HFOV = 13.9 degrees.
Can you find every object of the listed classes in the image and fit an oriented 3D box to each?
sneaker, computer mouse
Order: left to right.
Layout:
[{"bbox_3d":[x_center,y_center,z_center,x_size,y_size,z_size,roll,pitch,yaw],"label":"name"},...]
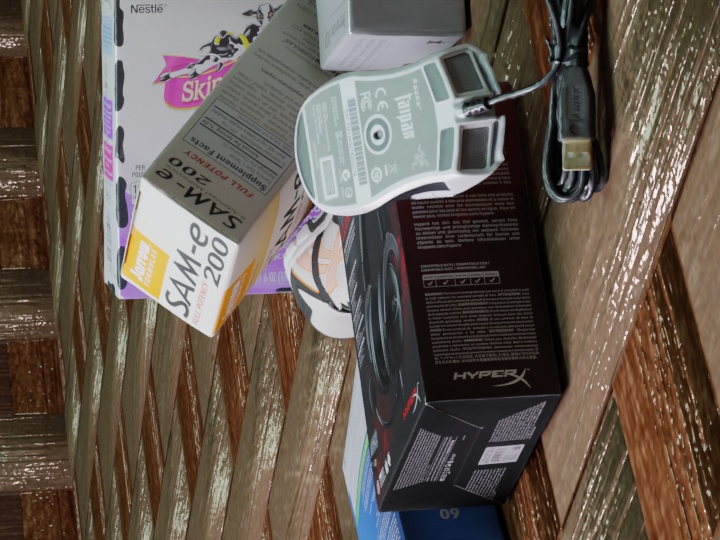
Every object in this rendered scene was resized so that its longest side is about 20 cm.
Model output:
[{"bbox_3d":[0.000,0.000,1.779,0.200,0.073,0.080,108,154,-62],"label":"sneaker"},{"bbox_3d":[0.046,-0.076,1.443,0.199,0.044,0.110,-12,85,46],"label":"computer mouse"}]

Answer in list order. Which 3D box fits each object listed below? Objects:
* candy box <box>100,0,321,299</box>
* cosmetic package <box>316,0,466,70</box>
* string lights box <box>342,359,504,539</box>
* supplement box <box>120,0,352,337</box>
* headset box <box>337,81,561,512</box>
[{"bbox_3d":[-0.083,-0.087,1.936,0.072,0.167,0.201,-147,56,-76],"label":"candy box"},{"bbox_3d":[0.011,-0.221,1.686,0.102,0.074,0.201,142,127,-77],"label":"cosmetic package"},{"bbox_3d":[0.036,0.146,1.653,0.201,0.059,0.103,-104,16,-46],"label":"string lights box"},{"bbox_3d":[-0.054,-0.074,1.771,0.200,0.073,0.126,-53,-8,-27],"label":"supplement box"},{"bbox_3d":[0.042,0.006,1.558,0.149,0.077,0.201,111,153,-63],"label":"headset box"}]
